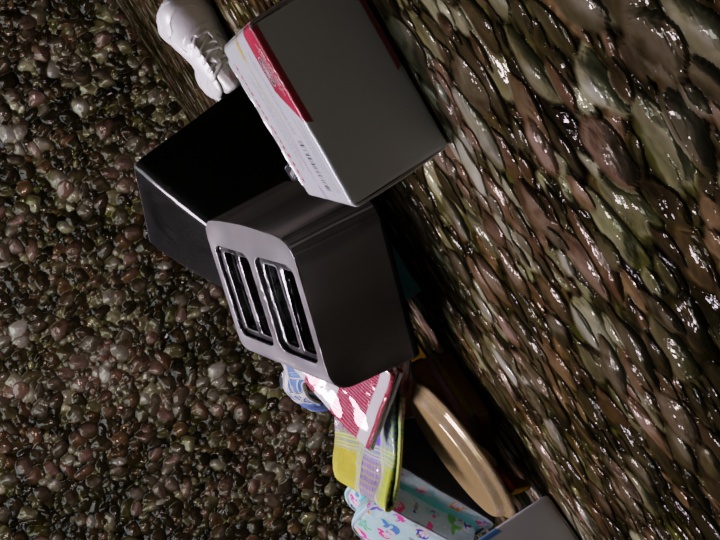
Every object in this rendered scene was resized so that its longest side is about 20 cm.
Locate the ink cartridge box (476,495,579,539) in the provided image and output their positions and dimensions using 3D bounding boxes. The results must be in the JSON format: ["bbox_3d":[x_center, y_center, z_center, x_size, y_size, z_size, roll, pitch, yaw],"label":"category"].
[{"bbox_3d":[0.171,0.343,1.386,0.084,0.144,0.200,55,173,19],"label":"ink cartridge box"}]

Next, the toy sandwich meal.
[{"bbox_3d":[0.126,0.187,1.377,0.206,0.070,0.205,52,170,14],"label":"toy sandwich meal"}]

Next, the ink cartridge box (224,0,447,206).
[{"bbox_3d":[-0.027,-0.135,0.919,0.146,0.082,0.200,59,174,-11],"label":"ink cartridge box"}]

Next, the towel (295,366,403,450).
[{"bbox_3d":[-0.037,0.096,1.383,0.200,0.023,0.145,45,140,26],"label":"towel"}]

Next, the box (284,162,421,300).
[{"bbox_3d":[-0.010,-0.047,1.350,0.201,0.049,0.082,58,172,-1],"label":"box"}]

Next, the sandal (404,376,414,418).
[{"bbox_3d":[0.110,0.218,1.615,0.207,0.079,0.059,52,177,-36],"label":"sandal"}]

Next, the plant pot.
[{"bbox_3d":[-0.151,-0.087,1.575,0.177,0.199,0.200,42,157,19],"label":"plant pot"}]

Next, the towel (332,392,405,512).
[{"bbox_3d":[0.006,0.201,1.452,0.200,0.023,0.145,-169,82,-70],"label":"towel"}]

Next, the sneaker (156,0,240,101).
[{"bbox_3d":[-0.186,-0.277,1.558,0.099,0.078,0.200,45,176,37],"label":"sneaker"}]

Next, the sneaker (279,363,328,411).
[{"bbox_3d":[-0.064,0.150,1.600,0.077,0.075,0.200,59,174,27],"label":"sneaker"}]

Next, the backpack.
[{"bbox_3d":[0.072,0.287,1.539,0.177,0.151,0.200,31,154,-10],"label":"backpack"}]

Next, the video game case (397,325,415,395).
[{"bbox_3d":[0.010,0.052,1.342,0.143,0.017,0.200,52,166,19],"label":"video game case"}]

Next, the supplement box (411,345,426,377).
[{"bbox_3d":[0.030,0.144,1.677,0.110,0.108,0.200,54,173,25],"label":"supplement box"}]

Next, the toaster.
[{"bbox_3d":[-0.047,0.005,1.200,0.180,0.118,0.202,15,126,53],"label":"toaster"}]
